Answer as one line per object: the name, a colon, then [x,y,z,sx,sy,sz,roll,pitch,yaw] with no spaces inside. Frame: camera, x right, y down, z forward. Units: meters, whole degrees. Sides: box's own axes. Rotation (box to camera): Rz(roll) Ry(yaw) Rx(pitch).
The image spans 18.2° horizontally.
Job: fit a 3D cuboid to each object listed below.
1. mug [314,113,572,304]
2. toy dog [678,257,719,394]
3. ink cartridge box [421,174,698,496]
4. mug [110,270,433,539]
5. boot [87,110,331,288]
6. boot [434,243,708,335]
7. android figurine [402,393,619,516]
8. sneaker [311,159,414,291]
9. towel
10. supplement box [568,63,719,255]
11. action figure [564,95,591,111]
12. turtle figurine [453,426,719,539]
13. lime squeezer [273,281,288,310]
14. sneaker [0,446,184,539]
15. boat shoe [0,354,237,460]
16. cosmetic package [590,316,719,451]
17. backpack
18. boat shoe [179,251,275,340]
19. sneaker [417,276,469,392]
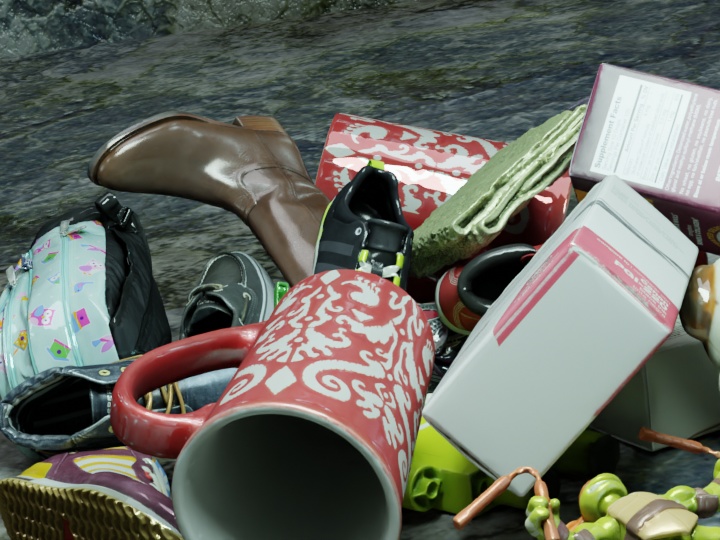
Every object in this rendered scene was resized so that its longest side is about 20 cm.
mug: [0.063,-0.050,1.791,0.200,0.134,0.178,14,13,4]
toy dog: [0.272,0.044,1.377,0.139,0.194,0.200,-24,18,-9]
ink cartridge box: [0.127,0.035,1.383,0.146,0.085,0.200,-50,1,19]
mug: [-0.039,0.076,1.352,0.133,0.177,0.200,-43,11,27]
boot: [-0.085,-0.036,1.689,0.186,0.064,0.200,-13,50,-32]
boot: [0.159,0.005,1.561,0.200,0.073,0.144,-9,-5,-8]
android figurine: [0.068,0.116,1.489,0.182,0.041,0.200,-21,22,-40]
sneaker: [0.000,0.000,1.586,0.072,0.083,0.200,11,45,-16]
towel: [0.100,-0.054,1.642,0.148,0.037,0.200,-42,5,-17]
supplement box: [0.251,-0.063,1.519,0.200,0.086,0.110,15,-13,16]
action figure: [0.194,-0.031,1.703,0.069,0.200,0.130,-16,-21,24]
turtle figurine: [0.164,0.152,1.262,0.200,0.065,0.161,-8,20,-33]
lime squeezer: [-0.047,0.104,1.555,0.038,0.071,0.200,21,36,-28]
sneaker: [-0.144,0.147,1.414,0.090,0.075,0.200,-27,25,-37]
boat shoe: [-0.140,0.088,1.503,0.200,0.071,0.091,-16,-13,10]
cosmetic package: [0.251,0.056,1.551,0.200,0.073,0.103,-15,17,-24]
backpack: [-0.201,0.056,1.661,0.126,0.167,0.200,-22,22,6]
boat shoe: [-0.103,0.041,1.657,0.069,0.057,0.200,-26,33,15]
sneaker: [0.037,0.055,1.647,0.200,0.081,0.075,-11,21,-14]
